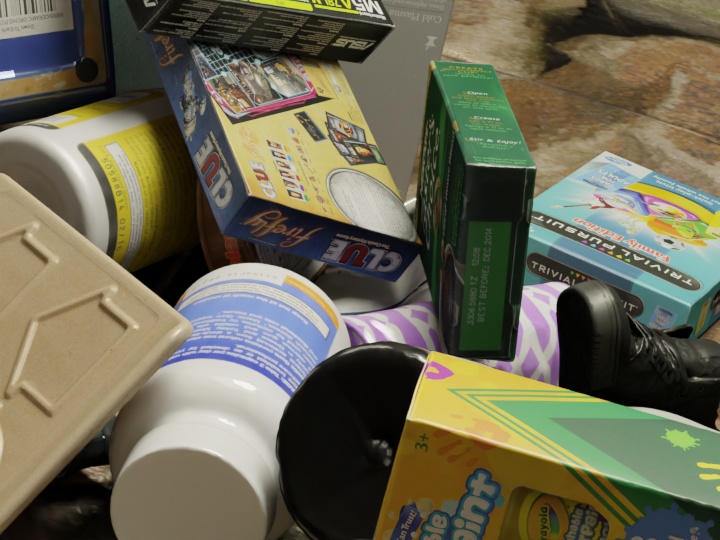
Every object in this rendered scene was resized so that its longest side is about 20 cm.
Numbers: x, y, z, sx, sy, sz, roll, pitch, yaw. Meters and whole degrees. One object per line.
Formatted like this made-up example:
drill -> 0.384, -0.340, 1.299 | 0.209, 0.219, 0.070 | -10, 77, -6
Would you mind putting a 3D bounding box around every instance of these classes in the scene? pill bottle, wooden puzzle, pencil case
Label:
pill bottle -> 0.041, 0.100, 1.199 | 0.112, 0.112, 0.200 | 25, 2, 21
pill bottle -> -0.072, 0.084, 1.231 | 0.112, 0.113, 0.200 | 16, 25, 3
wooden puzzle -> -0.200, 0.059, 1.203 | 0.185, 0.046, 0.200 | -46, 48, -11
pill bottle -> -0.152, -0.057, 1.477 | 0.111, 0.112, 0.200 | 27, 29, 25
pencil case -> 0.059, 0.059, 1.395 | 0.199, 0.084, 0.086 | -7, 76, -37

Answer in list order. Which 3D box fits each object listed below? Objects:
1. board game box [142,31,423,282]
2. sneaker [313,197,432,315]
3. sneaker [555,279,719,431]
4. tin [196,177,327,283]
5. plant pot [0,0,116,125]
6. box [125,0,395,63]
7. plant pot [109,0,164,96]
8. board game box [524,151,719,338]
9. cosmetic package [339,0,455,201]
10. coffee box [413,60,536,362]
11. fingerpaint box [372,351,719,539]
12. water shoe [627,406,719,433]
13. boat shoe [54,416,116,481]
board game box -> -0.051, -0.087, 1.429 | 0.135, 0.035, 0.200 | 16, 36, -35
sneaker -> 0.000, 0.000, 1.469 | 0.073, 0.071, 0.200 | -2, 14, 23
sneaker -> 0.174, 0.056, 1.366 | 0.104, 0.200, 0.060 | -17, 57, -8
tin -> -0.052, -0.044, 1.502 | 0.042, 0.112, 0.200 | -6, 20, 20
plant pot -> -0.271, -0.186, 1.507 | 0.199, 0.201, 0.180 | -12, 14, -31
box -> -0.092, -0.229, 1.479 | 0.200, 0.047, 0.194 | 2, 56, -47
plant pot -> -0.165, -0.232, 1.753 | 0.199, 0.197, 0.196 | -6, 31, -18
board game box -> 0.200, -0.015, 1.649 | 0.151, 0.047, 0.200 | 24, 27, 20
cosmetic package -> -0.004, -0.148, 1.639 | 0.106, 0.201, 0.090 | 5, 25, -13
coffee box -> 0.065, -0.040, 1.360 | 0.044, 0.124, 0.200 | 3, 23, -5
fingerpaint box -> 0.082, 0.159, 1.054 | 0.166, 0.201, 0.073 | 17, 26, 4
water shoe -> 0.191, 0.132, 1.318 | 0.199, 0.072, 0.079 | 8, 31, -9
boat shoe -> -0.187, 0.047, 1.292 | 0.066, 0.075, 0.199 | 0, 29, -32
